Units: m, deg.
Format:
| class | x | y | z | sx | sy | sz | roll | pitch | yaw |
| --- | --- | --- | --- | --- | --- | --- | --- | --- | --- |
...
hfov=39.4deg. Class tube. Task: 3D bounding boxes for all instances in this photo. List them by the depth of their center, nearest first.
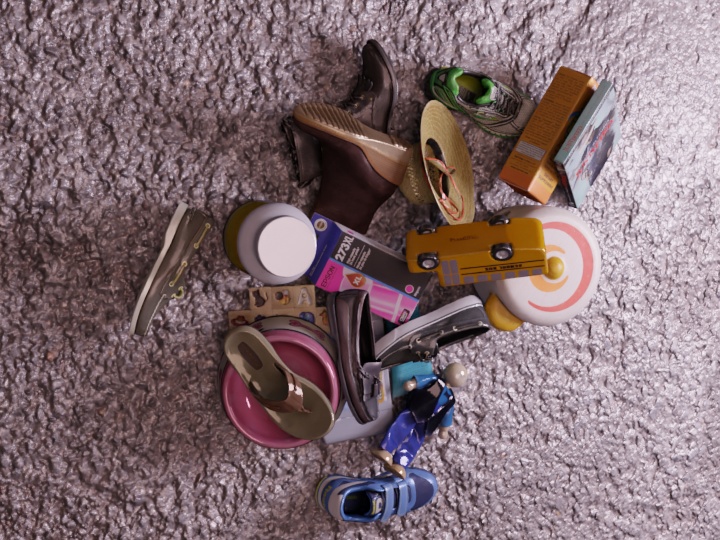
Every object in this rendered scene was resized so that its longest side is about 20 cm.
| class | x | y | z | sx | sy | sz | roll | pitch | yaw |
| --- | --- | --- | --- | --- | --- | --- | --- | --- | --- |
| tube | 0.070 | 0.098 | 1.569 | 0.077 | 0.050 | 0.202 | -13 | 105 | -11 |

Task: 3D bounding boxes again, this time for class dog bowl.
| class | x | y | z | sx | sy | sz | roll | pitch | yaw |
| --- | --- | --- | --- | --- | --- | --- | --- | --- | --- |
| dog bowl | -0.116 | 0.171 | 1.474 | 0.198 | 0.074 | 0.202 | 0 | 96 | -1 |

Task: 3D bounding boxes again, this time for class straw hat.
| class | x | y | z | sx | sy | sz | roll | pitch | yaw |
| --- | --- | --- | --- | --- | --- | --- | --- | --- | --- |
| straw hat | 0.098 | -0.148 | 1.525 | 0.084 | 0.201 | 0.203 | -13 | 103 | 28 |

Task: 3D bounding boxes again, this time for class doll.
| class | x | y | z | sx | sy | sz | roll | pitch | yaw |
| --- | --- | --- | --- | --- | --- | --- | --- | --- | --- |
| doll | 0.101 | 0.227 | 1.574 | 0.201 | 0.048 | 0.137 | -52 | 126 | -16 |

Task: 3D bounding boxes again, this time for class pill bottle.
| class | x | y | z | sx | sy | sz | roll | pitch | yaw |
| --- | --- | --- | --- | --- | --- | --- | --- | --- | --- |
| pill bottle | -0.125 | -0.040 | 1.410 | 0.111 | 0.200 | 0.113 | -2 | 96 | -17 |

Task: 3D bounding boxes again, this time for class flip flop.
| class | x | y | z | sx | sy | sz | roll | pitch | yaw |
| --- | --- | --- | --- | --- | --- | --- | --- | --- | --- |
| flip flop | -0.117 | 0.161 | 1.406 | 0.081 | 0.058 | 0.200 | -40 | 95 | 4 |

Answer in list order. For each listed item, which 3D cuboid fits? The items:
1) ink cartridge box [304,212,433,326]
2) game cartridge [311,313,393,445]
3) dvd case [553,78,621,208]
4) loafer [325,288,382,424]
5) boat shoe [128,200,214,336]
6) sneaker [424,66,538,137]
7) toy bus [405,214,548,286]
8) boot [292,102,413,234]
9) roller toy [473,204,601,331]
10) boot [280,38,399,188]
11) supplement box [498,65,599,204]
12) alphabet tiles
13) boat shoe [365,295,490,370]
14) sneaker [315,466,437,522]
| class | x | y | z | sx | sy | sz | roll | pitch | yaw |
| --- | --- | --- | --- | --- | --- | --- | --- | --- | --- |
| ink cartridge box | 0.000 | 0.000 | 1.498 | 0.199 | 0.037 | 0.095 | 26 | 105 | -7 |
| game cartridge | -0.022 | 0.164 | 1.551 | 0.132 | 0.041 | 0.202 | -10 | 99 | -20 |
| dvd case | 0.356 | -0.192 | 1.566 | 0.022 | 0.200 | 0.147 | 30 | 84 | 25 |
| loafer | 0.002 | 0.125 | 1.465 | 0.062 | 0.072 | 0.202 | -12 | 94 | 22 |
| boat shoe | -0.272 | 0.005 | 1.436 | 0.060 | 0.072 | 0.203 | 23 | 85 | -13 |
| sneaker | 0.199 | -0.257 | 1.548 | 0.198 | 0.085 | 0.079 | 15 | 91 | -22 |
| toy bus | 0.168 | -0.027 | 1.457 | 0.198 | 0.066 | 0.079 | -7 | 139 | 10 |
| boot | -0.037 | -0.140 | 1.452 | 0.198 | 0.073 | 0.167 | 19 | 122 | -25 |
| roller toy | 0.272 | -0.009 | 1.569 | 0.198 | 0.140 | 0.184 | -10 | 98 | -15 |
| boot | -0.033 | -0.231 | 1.484 | 0.172 | 0.069 | 0.202 | -11 | 105 | -16 |
| supplement box | 0.297 | -0.209 | 1.552 | 0.066 | 0.069 | 0.201 | 27 | 91 | -49 |
| alphabet tiles | -0.112 | 0.123 | 1.508 | 0.164 | 0.006 | 0.202 | -3 | 97 | 1 |
| boat shoe | 0.102 | 0.105 | 1.512 | 0.199 | 0.069 | 0.057 | -27 | 61 | -3 |
| sneaker | 0.034 | 0.355 | 1.564 | 0.198 | 0.082 | 0.075 | -4 | 96 | -19 |
